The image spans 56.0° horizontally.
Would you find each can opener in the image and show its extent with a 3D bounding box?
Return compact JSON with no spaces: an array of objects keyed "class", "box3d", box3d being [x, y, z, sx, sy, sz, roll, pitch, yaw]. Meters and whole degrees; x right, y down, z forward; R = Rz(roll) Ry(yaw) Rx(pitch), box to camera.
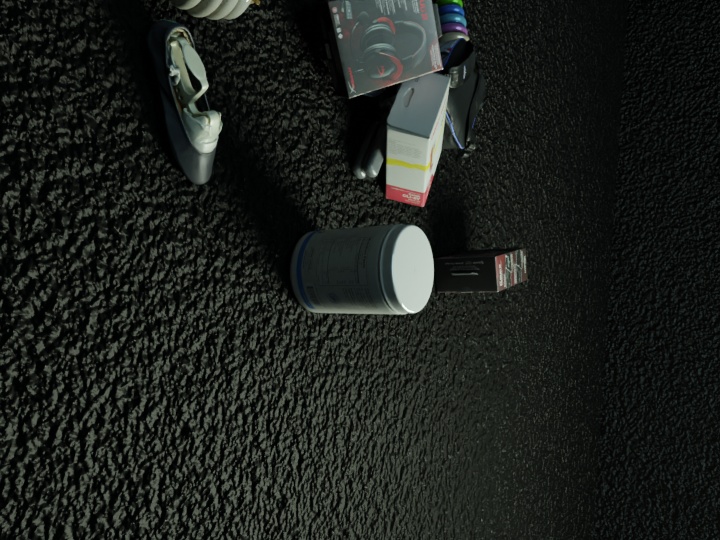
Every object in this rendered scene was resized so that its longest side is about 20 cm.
[{"class":"can opener","box3d":[0.045,-0.243,1.246,0.067,0.052,0.204,49,51,-42]}]

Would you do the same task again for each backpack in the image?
[{"class":"backpack","box3d":[0.170,-0.359,1.354,0.192,0.151,0.202,-57,139,-29]}]

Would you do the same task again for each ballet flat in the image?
[{"class":"ballet flat","box3d":[-0.213,-0.209,0.846,0.073,0.072,0.205,-34,117,-51]}]

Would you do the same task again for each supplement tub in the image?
[{"class":"supplement tub","box3d":[0.000,0.000,1.041,0.131,0.196,0.136,3,86,-55]}]

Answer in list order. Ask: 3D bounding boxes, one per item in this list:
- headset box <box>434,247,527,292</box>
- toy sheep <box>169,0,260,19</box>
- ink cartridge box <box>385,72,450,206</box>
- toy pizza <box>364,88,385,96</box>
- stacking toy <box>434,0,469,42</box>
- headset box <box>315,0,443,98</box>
[{"class":"headset box","box3d":[0.262,-0.001,1.479,0.198,0.146,0.080,-11,97,-55]},{"class":"toy sheep","box3d":[-0.194,-0.381,0.829,0.196,0.136,0.142,5,85,-41]},{"class":"ink cartridge box","box3d":[0.102,-0.238,1.232,0.201,0.081,0.148,86,21,-61]},{"class":"toy pizza","box3d":[-0.003,-0.410,1.199,0.198,0.031,0.207,8,80,-54]},{"class":"stacking toy","box3d":[0.186,-0.574,1.457,0.085,0.084,0.206,7,78,-55]},{"class":"headset box","box3d":[0.041,-0.384,1.103,0.195,0.075,0.152,-20,113,-15]}]
